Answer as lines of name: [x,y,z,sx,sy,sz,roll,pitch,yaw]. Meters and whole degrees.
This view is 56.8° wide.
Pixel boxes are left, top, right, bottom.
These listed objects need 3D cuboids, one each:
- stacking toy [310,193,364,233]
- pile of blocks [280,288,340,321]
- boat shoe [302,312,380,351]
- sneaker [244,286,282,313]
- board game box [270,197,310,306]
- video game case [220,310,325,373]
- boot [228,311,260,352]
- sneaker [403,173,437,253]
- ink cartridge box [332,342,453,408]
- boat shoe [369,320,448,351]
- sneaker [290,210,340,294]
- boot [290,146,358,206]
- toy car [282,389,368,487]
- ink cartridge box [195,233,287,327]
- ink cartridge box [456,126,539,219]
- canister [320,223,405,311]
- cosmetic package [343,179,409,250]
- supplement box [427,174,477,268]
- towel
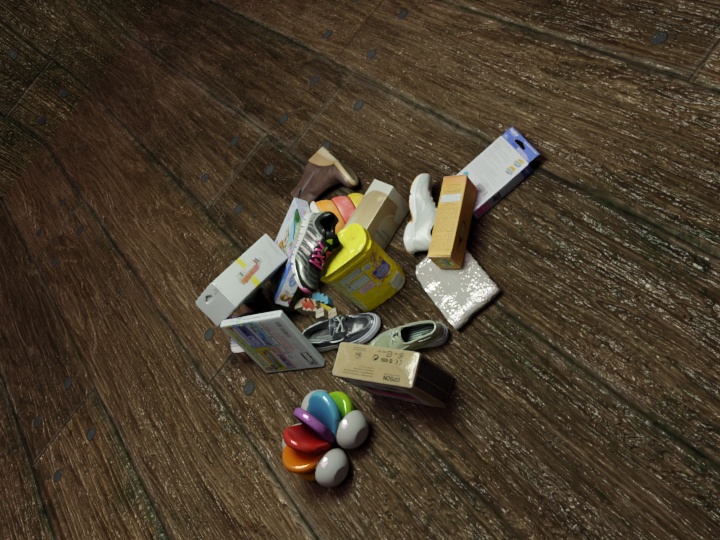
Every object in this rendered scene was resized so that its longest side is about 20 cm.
stacking toy: [-0.018,-0.146,1.688,0.198,0.147,0.147,-28,50,-2]
pile of blocks: [-0.130,0.073,1.665,0.198,0.062,0.083,15,74,39]
boat shoe: [-0.049,0.138,1.566,0.197,0.068,0.073,-16,56,27]
sneaker: [-0.271,0.079,1.722,0.084,0.121,0.200,-47,49,3]
board game box: [-0.174,-0.049,1.676,0.202,0.041,0.200,-63,26,23]
video game case: [-0.205,0.172,1.570,0.179,0.201,0.022,-11,44,30]
boot: [-0.245,0.145,1.654,0.196,0.073,0.092,-10,95,20]
sneaker: [0.164,-0.135,1.579,0.090,0.076,0.204,0,72,27]
ink cartridge box: [0.068,0.216,1.373,0.197,0.164,0.076,2,67,36]
boat shoe: [0.095,0.146,1.462,0.197,0.062,0.073,-21,54,26]
sneaker: [-0.090,-0.048,1.426,0.086,0.074,0.203,-17,51,35]
boot: [-0.100,-0.230,1.830,0.168,0.072,0.200,-55,48,12]
toy car: [-0.095,0.345,1.424,0.173,0.150,0.202,23,78,41]
ink cartridge box: [-0.285,0.025,1.603,0.200,0.084,0.145,-47,4,-39]
ink cartridge box: [0.310,-0.226,1.540,0.200,0.042,0.120,-43,49,12]
canister: [0.000,0.000,1.521,0.148,0.200,0.087,-35,49,12]
cosmetic package: [0.029,-0.107,1.629,0.071,0.105,0.202,26,83,41]
supplement box: [0.205,-0.108,1.483,0.068,0.066,0.204,-2,64,34]
towel: [0.209,0.021,1.474,0.132,0.034,0.201,-42,48,9]
